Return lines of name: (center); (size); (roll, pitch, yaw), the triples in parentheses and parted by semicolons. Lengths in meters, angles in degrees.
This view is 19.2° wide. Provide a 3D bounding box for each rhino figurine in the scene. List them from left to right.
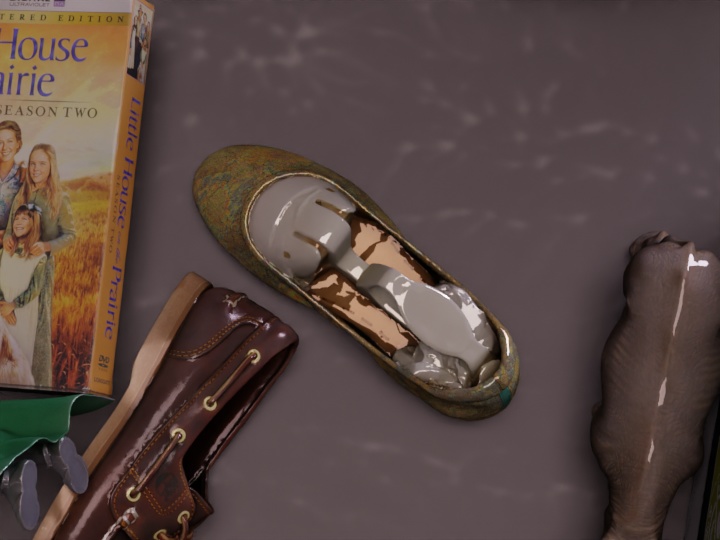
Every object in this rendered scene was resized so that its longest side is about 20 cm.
rhino figurine: (0.142, 0.078, 1.044); (0.060, 0.087, 0.201); (11, 87, 2)

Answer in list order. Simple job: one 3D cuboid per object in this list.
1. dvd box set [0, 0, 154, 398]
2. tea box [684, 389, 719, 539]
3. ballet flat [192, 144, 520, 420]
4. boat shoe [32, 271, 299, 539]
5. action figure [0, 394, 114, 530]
dvd box set: (-0.184, -0.040, 1.062); (0.146, 0.029, 0.201); (4, 82, 17)
tea box: (0.241, 0.066, 0.995); (0.133, 0.197, 0.201); (11, 81, 0)
ballet flat: (0.000, 0.000, 1.063); (0.200, 0.071, 0.071); (40, 83, 4)
boat shoe: (-0.102, 0.100, 1.043); (0.070, 0.070, 0.201); (29, 82, 7)
action figure: (-0.228, 0.093, 1.020); (0.199, 0.118, 0.055); (0, 106, 29)
